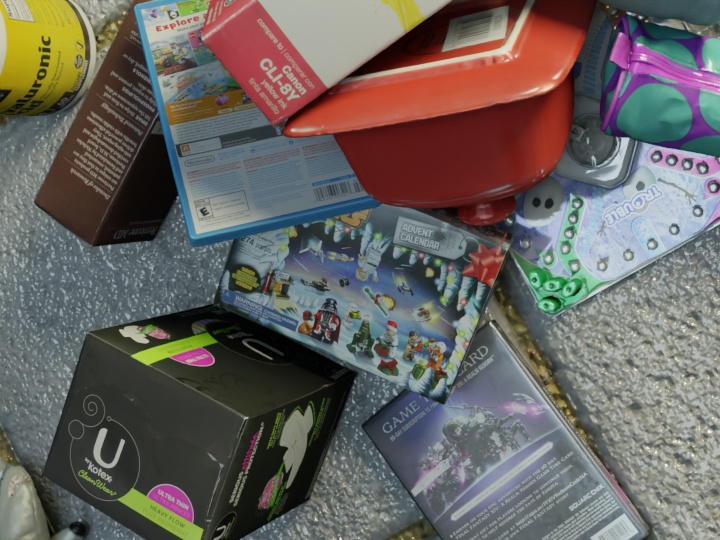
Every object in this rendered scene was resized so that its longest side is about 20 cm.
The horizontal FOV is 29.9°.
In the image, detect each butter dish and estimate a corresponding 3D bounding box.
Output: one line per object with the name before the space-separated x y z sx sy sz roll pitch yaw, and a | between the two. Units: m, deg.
butter dish | 0.074 -0.101 0.949 0.198 0.200 0.149 -8 117 23

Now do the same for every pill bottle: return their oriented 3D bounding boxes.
pill bottle | -0.315 -0.184 1.104 0.110 0.200 0.112 2 96 23

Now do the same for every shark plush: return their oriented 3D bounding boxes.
shark plush | -0.314 0.280 1.239 0.083 0.090 0.201 34 129 37

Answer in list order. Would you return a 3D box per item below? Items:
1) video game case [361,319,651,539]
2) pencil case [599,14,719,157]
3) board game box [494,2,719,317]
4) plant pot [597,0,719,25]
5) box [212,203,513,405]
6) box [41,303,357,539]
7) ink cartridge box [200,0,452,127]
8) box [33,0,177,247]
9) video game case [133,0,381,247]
video game case | 0.110 0.161 1.054 0.143 0.019 0.201 -40 78 20
pencil case | 0.261 -0.113 0.904 0.198 0.092 0.086 13 85 6
board game box | 0.172 -0.097 1.001 0.199 0.026 0.201 -31 82 22
plant pot | 0.168 -0.263 0.873 0.133 0.200 0.202 1 96 -3
box | 0.000 0.000 1.024 0.199 0.040 0.138 22 111 6
box | -0.120 0.118 1.048 0.148 0.200 0.125 25 103 18
ink cartridge box | -0.001 -0.206 0.901 0.199 0.145 0.084 -33 114 17
box | -0.176 -0.122 1.106 0.075 0.100 0.201 37 108 16
video game case | -0.078 -0.123 0.997 0.142 0.018 0.201 -13 68 -9
